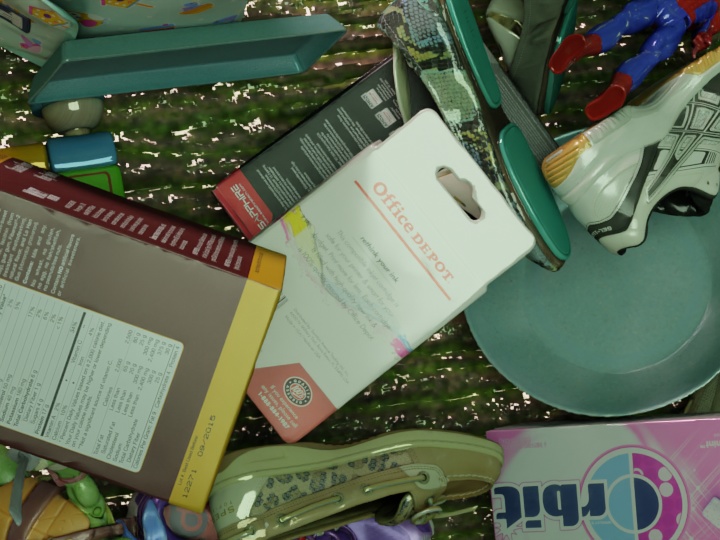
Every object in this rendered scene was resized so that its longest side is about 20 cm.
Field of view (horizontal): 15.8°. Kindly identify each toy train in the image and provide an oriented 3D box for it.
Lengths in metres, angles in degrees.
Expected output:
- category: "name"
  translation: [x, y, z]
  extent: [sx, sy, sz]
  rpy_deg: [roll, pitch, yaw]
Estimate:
- category: "toy train"
  translation: [-0.247, -0.053, 1.633]
  extent: [0.200, 0.085, 0.116]
  rpy_deg: [-8, 80, -10]

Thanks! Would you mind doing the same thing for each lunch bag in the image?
- category: "lunch bag"
  translation: [-0.170, -0.197, 1.598]
  extent: [0.200, 0.170, 0.122]
  rpy_deg: [-7, 83, -10]

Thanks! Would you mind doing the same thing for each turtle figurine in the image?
- category: "turtle figurine"
  translation: [-0.234, 0.146, 1.561]
  extent: [0.200, 0.194, 0.144]
  rpy_deg: [-32, 138, -40]

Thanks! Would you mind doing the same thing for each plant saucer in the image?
- category: "plant saucer"
  translation: [-0.109, -0.135, 1.630]
  extent: [0.200, 0.070, 0.019]
  rpy_deg: [-8, 75, -30]
- category: "plant saucer"
  translation: [0.165, 0.004, 1.696]
  extent: [0.201, 0.039, 0.201]
  rpy_deg: [-4, 69, 10]

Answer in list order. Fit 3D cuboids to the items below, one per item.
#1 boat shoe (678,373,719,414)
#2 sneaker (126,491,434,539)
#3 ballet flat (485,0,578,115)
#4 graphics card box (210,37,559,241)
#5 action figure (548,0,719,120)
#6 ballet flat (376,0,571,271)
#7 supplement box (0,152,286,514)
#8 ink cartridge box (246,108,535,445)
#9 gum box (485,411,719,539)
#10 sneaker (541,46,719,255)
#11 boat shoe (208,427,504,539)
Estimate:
- category: "boat shoe"
  translation: [0.239, 0.116, 1.720]
  extent: [0.072, 0.065, 0.200]
  rpy_deg: [13, 105, -18]
- category: "sneaker"
  translation: [-0.049, 0.173, 1.658]
  extent: [0.200, 0.083, 0.081]
  rpy_deg: [5, 88, -10]
- category: "ballet flat"
  translation: [0.112, -0.173, 1.650]
  extent: [0.064, 0.200, 0.067]
  rpy_deg: [20, 59, 5]
- category: "graphics card box"
  translation: [0.019, -0.062, 1.679]
  extent: [0.200, 0.051, 0.125]
  rpy_deg: [-37, 92, -1]
- category: "action figure"
  translation: [0.195, -0.161, 1.677]
  extent: [0.065, 0.052, 0.200]
  rpy_deg: [48, 40, 3]
- category: "ballet flat"
  translation: [0.067, -0.085, 1.633]
  extent: [0.074, 0.074, 0.200]
  rpy_deg: [-22, 90, -9]
- category: "supplement box"
  translation: [-0.158, 0.028, 1.488]
  extent: [0.200, 0.197, 0.133]
  rpy_deg: [20, 95, -3]
- category: "ink cartridge box"
  translation: [0.000, 0.000, 1.616]
  extent: [0.200, 0.067, 0.117]
  rpy_deg: [-38, 93, 7]
- category: "gum box"
  translation: [0.177, 0.151, 1.663]
  extent: [0.200, 0.066, 0.114]
  rpy_deg: [-5, 89, 24]
- category: "sneaker"
  translation: [0.206, -0.080, 1.664]
  extent: [0.200, 0.076, 0.088]
  rpy_deg: [-34, 91, -26]
- category: "boat shoe"
  translation: [-0.001, 0.141, 1.618]
  extent: [0.200, 0.073, 0.063]
  rpy_deg: [-5, 66, -20]
